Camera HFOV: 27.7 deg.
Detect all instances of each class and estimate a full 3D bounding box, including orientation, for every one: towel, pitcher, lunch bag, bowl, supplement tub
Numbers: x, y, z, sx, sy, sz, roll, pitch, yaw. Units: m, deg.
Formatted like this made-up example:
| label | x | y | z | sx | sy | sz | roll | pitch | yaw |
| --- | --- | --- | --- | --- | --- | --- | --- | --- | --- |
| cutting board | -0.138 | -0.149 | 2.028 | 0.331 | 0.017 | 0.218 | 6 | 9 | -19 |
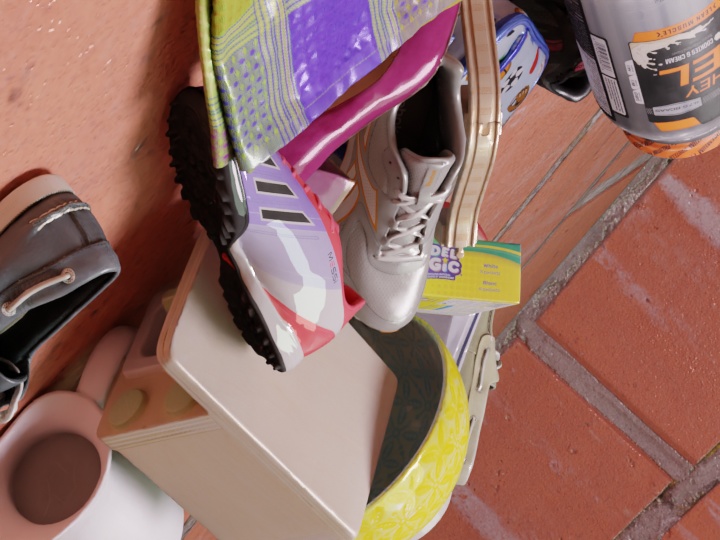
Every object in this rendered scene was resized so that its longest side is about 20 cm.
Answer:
| label | x | y | z | sx | sy | sz | roll | pitch | yaw |
| --- | --- | --- | --- | --- | --- | --- | --- | --- | --- |
| towel | -0.003 | -0.149 | 0.724 | 0.200 | 0.023 | 0.144 | -41 | 149 | -30 |
| pitcher | -0.180 | 0.140 | 1.017 | 0.172 | 0.121 | 0.200 | -59 | 162 | -18 |
| lunch bag | 0.042 | -0.111 | 1.031 | 0.200 | 0.076 | 0.160 | -49 | 167 | 7 |
| bowl | 0.006 | 0.138 | 1.054 | 0.200 | 0.108 | 0.200 | -27 | -144 | 22 |
| supplement tub | 0.212 | -0.177 | 1.029 | 0.123 | 0.122 | 0.200 | -44 | 142 | -10 |

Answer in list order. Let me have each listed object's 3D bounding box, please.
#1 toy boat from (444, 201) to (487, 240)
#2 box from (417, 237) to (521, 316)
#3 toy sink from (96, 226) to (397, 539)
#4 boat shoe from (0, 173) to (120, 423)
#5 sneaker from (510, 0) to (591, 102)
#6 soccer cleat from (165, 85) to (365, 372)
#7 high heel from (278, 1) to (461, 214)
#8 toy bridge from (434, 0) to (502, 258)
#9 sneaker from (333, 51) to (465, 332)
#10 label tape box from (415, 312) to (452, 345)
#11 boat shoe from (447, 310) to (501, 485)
| label | x | y | z | sx | sy | sz | roll | pitch | yaw |
| --- | --- | --- | --- | --- | --- | --- | --- | --- | --- |
| toy boat | 0.042 | 0.011 | 1.428 | 0.200 | 0.130 | 0.131 | -51 | -161 | 27 |
| box | 0.000 | 0.000 | 1.034 | 0.199 | 0.049 | 0.117 | 3 | 173 | -18 |
| toy sink | -0.085 | 0.074 | 0.941 | 0.112 | 0.200 | 0.131 | -15 | -138 | 33 |
| boat shoe | -0.192 | 0.045 | 0.716 | 0.200 | 0.062 | 0.073 | -49 | 169 | 15 |
| sneaker | 0.157 | -0.193 | 1.112 | 0.077 | 0.084 | 0.200 | -44 | 160 | -5 |
| soccer cleat | -0.050 | -0.030 | 0.812 | 0.073 | 0.068 | 0.200 | -33 | 134 | -17 |
| high heel | -0.014 | -0.121 | 0.842 | 0.096 | 0.067 | 0.200 | 22 | 98 | -43 |
| toy bridge | 0.069 | -0.101 | 0.929 | 0.067 | 0.027 | 0.201 | -122 | -149 | -63 |
| sneaker | 0.024 | -0.051 | 0.916 | 0.076 | 0.092 | 0.201 | -5 | 109 | -22 |
| label tape box | 0.035 | 0.019 | 1.244 | 0.144 | 0.063 | 0.200 | 127 | -17 | -53 |
| boat shoe | 0.084 | 0.082 | 1.216 | 0.072 | 0.062 | 0.200 | 143 | -33 | -73 |
